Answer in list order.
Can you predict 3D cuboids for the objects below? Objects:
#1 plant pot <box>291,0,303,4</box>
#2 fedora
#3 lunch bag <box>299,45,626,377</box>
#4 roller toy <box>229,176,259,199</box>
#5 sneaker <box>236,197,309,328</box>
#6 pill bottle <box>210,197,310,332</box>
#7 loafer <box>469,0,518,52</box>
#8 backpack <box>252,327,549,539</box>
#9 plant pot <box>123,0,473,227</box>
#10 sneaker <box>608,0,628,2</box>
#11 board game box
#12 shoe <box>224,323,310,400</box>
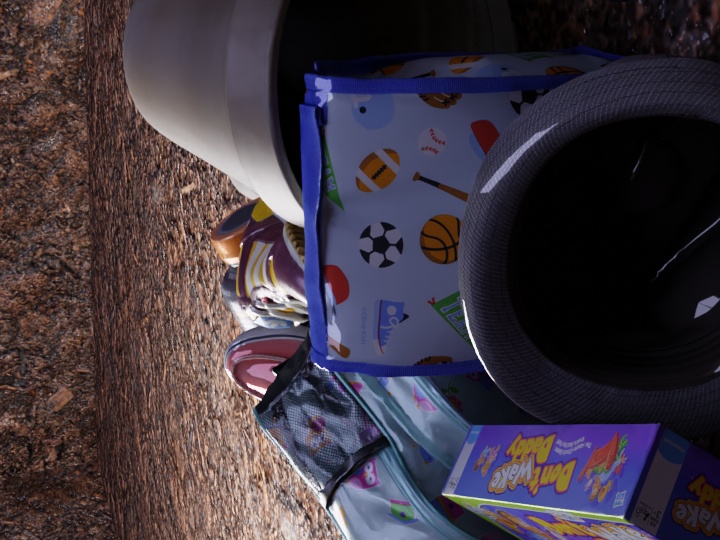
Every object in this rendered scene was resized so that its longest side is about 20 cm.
[{"bbox_3d":[-0.012,-0.317,0.826,0.188,0.184,0.202,106,179,-47],"label":"plant pot"},{"bbox_3d":[0.137,-0.022,0.585,0.091,0.174,0.203,-73,-16,-54],"label":"fedora"},{"bbox_3d":[0.061,-0.037,0.685,0.124,0.197,0.173,-145,50,-63],"label":"lunch bag"},{"bbox_3d":[-0.060,-0.157,1.072,0.200,0.137,0.186,-144,50,-63],"label":"roller toy"},{"bbox_3d":[-0.040,0.007,0.809,0.200,0.074,0.091,-121,51,-70],"label":"sneaker"},{"bbox_3d":[-0.052,0.034,1.049,0.202,0.106,0.106,60,168,-20],"label":"pill bottle"},{"bbox_3d":[0.070,-0.114,0.823,0.070,0.069,0.204,-178,82,-70],"label":"loafer"},{"bbox_3d":[0.053,0.120,0.795,0.153,0.174,0.202,-45,62,30],"label":"backpack"},{"bbox_3d":[-0.052,-0.133,0.756,0.172,0.199,0.204,14,113,35],"label":"plant pot"},{"bbox_3d":[0.113,-0.237,0.655,0.116,0.074,0.203,125,132,-59],"label":"sneaker"},{"bbox_3d":[0.141,0.129,0.611,0.045,0.133,0.200,-63,13,-15],"label":"board game box"},{"bbox_3d":[-0.028,0.105,0.964,0.091,0.197,0.073,-60,-22,-56],"label":"shoe"}]
